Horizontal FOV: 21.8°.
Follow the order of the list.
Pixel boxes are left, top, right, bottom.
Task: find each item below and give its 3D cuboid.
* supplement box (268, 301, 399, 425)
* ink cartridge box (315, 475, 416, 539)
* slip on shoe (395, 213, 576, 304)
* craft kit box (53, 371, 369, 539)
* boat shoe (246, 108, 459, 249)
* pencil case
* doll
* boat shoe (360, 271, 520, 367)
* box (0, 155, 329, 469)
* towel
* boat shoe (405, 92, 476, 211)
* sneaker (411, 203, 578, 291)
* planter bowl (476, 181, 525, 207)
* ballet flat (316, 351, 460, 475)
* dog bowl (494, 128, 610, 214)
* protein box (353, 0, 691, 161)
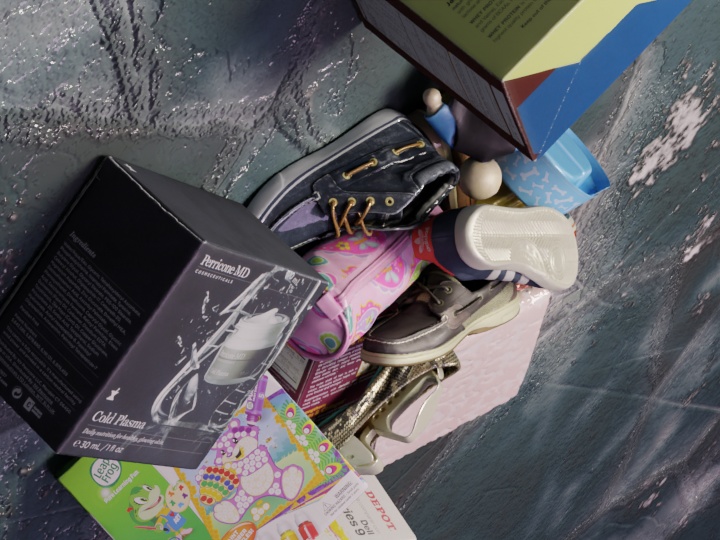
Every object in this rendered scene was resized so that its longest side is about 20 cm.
[{"bbox_3d":[-0.054,0.099,1.734,0.110,0.086,0.201,-20,141,-45],"label":"supplement box"},{"bbox_3d":[-0.070,0.246,1.782,0.199,0.146,0.088,0,128,-34],"label":"ink cartridge box"},{"bbox_3d":[0.121,0.007,1.795,0.199,0.074,0.061,-23,108,-9],"label":"slip on shoe"},{"bbox_3d":[-0.128,0.183,1.630,0.200,0.198,0.049,-44,-173,-11],"label":"craft kit box"},{"bbox_3d":[-0.011,-0.057,1.590,0.200,0.091,0.071,-38,151,-21],"label":"boat shoe"},{"bbox_3d":[0.000,0.000,1.639,0.200,0.087,0.088,-42,157,-49],"label":"pencil case"},{"bbox_3d":[0.121,-0.156,1.615,0.136,0.048,0.201,6,109,-12],"label":"doll"},{"bbox_3d":[0.071,0.031,1.685,0.200,0.072,0.066,-21,116,-44],"label":"boat shoe"},{"bbox_3d":[-0.162,0.039,1.458,0.197,0.124,0.200,-56,153,9],"label":"box"},{"bbox_3d":[0.091,0.105,1.872,0.199,0.032,0.191,-26,151,-23],"label":"towel"},{"bbox_3d":[0.088,-0.085,1.722,0.068,0.072,0.200,-37,151,-19],"label":"boat shoe"},{"bbox_3d":[0.120,-0.022,1.671,0.200,0.084,0.075,15,72,-52],"label":"sneaker"},{"bbox_3d":[0.148,-0.014,1.894,0.200,0.083,0.201,-36,150,-25],"label":"planter bowl"},{"bbox_3d":[0.015,0.138,1.709,0.200,0.075,0.068,-44,154,-10],"label":"ballet flat"},{"bbox_3d":[0.175,-0.101,1.767,0.050,0.112,0.200,-42,176,18],"label":"dog bowl"},{"bbox_3d":[0.118,-0.235,1.430,0.199,0.200,0.135,-45,153,-6],"label":"protein box"}]
